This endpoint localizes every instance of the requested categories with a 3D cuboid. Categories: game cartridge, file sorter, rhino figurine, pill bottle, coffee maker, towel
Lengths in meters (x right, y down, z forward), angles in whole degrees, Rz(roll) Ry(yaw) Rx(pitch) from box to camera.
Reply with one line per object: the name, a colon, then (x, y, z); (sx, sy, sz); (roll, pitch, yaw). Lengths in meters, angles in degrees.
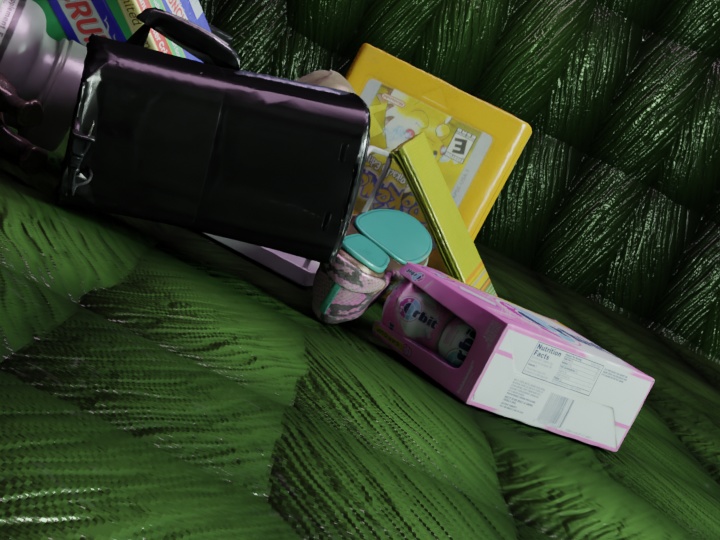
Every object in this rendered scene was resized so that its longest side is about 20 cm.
game cartridge: (0.032, -0.080, 1.629); (0.176, 0.200, 0.032); (27, -4, 14)
file sorter: (-0.092, -0.087, 1.508); (0.200, 0.125, 0.139); (27, 5, 10)
rhino figurine: (-0.294, -0.121, 1.188); (0.087, 0.060, 0.200); (35, 10, 35)
pill bottle: (-0.298, -0.165, 1.317); (0.200, 0.111, 0.111); (26, 5, -16)
coffee maker: (-0.101, -0.073, 1.236); (0.200, 0.135, 0.192); (12, 35, -10)
towel: (0.080, -0.021, 1.556); (0.200, 0.018, 0.086); (66, 17, -6)

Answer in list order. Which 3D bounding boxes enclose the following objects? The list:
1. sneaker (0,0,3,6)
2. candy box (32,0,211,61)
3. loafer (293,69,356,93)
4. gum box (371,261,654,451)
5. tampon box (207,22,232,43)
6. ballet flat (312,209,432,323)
sneaker: (-0.292, -0.218, 1.231); (0.071, 0.080, 0.200); (37, 36, -42)
candy box: (-0.226, -0.199, 1.396); (0.200, 0.077, 0.169); (2, -48, 28)
loafer: (-0.084, -0.120, 1.625); (0.076, 0.200, 0.068); (57, 23, -35)
gum box: (0.112, 0.064, 1.347); (0.200, 0.066, 0.113); (21, 8, -45)
tampon box: (-0.266, -0.234, 1.928); (0.200, 0.150, 0.126); (27, 5, 6)
ballet flat: (0.000, 0.000, 1.375); (0.069, 0.071, 0.200); (39, 17, 4)
